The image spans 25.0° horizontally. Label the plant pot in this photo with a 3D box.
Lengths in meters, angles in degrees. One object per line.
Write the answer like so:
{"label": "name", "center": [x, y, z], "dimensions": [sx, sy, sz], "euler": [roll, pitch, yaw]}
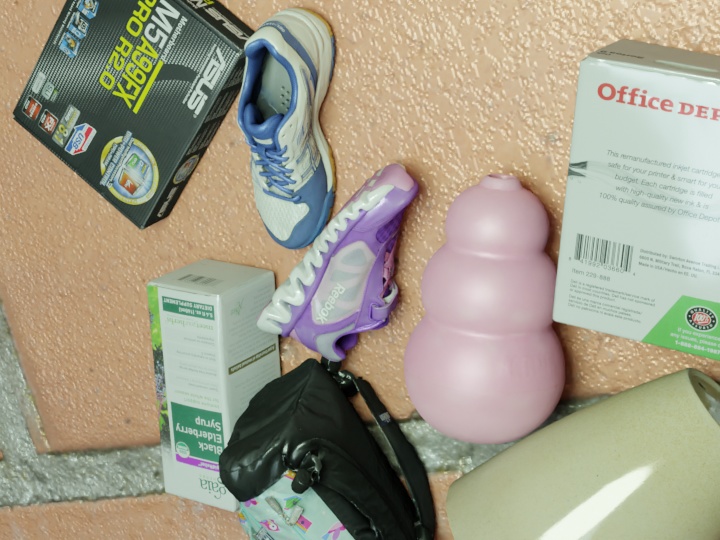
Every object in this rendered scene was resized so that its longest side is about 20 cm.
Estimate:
{"label": "plant pot", "center": [0.200, 0.171, 1.208], "dimensions": [0.200, 0.187, 0.187], "euler": [-42, 85, 19]}

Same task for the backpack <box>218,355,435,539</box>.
{"label": "backpack", "center": [-0.025, 0.193, 1.346], "dimensions": [0.127, 0.167, 0.200], "euler": [-25, 110, 29]}

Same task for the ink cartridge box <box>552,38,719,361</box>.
{"label": "ink cartridge box", "center": [0.225, -0.052, 1.152], "dimensions": [0.146, 0.084, 0.200], "euler": [14, 114, 24]}

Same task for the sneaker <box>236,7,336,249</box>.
{"label": "sneaker", "center": [-0.069, -0.106, 1.295], "dimensions": [0.075, 0.088, 0.200], "euler": [9, 113, 24]}

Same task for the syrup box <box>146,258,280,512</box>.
{"label": "syrup box", "center": [-0.122, 0.098, 1.400], "dimensions": [0.079, 0.081, 0.200], "euler": [10, 112, 32]}

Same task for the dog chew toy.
{"label": "dog chew toy", "center": [0.099, 0.027, 1.235], "dimensions": [0.124, 0.125, 0.200], "euler": [11, 105, 25]}

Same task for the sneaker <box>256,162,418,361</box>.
{"label": "sneaker", "center": [0.000, 0.000, 1.307], "dimensions": [0.088, 0.080, 0.200], "euler": [40, 127, 3]}

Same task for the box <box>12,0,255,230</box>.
{"label": "box", "center": [-0.190, -0.160, 1.368], "dimensions": [0.160, 0.044, 0.200], "euler": [41, 122, 11]}
